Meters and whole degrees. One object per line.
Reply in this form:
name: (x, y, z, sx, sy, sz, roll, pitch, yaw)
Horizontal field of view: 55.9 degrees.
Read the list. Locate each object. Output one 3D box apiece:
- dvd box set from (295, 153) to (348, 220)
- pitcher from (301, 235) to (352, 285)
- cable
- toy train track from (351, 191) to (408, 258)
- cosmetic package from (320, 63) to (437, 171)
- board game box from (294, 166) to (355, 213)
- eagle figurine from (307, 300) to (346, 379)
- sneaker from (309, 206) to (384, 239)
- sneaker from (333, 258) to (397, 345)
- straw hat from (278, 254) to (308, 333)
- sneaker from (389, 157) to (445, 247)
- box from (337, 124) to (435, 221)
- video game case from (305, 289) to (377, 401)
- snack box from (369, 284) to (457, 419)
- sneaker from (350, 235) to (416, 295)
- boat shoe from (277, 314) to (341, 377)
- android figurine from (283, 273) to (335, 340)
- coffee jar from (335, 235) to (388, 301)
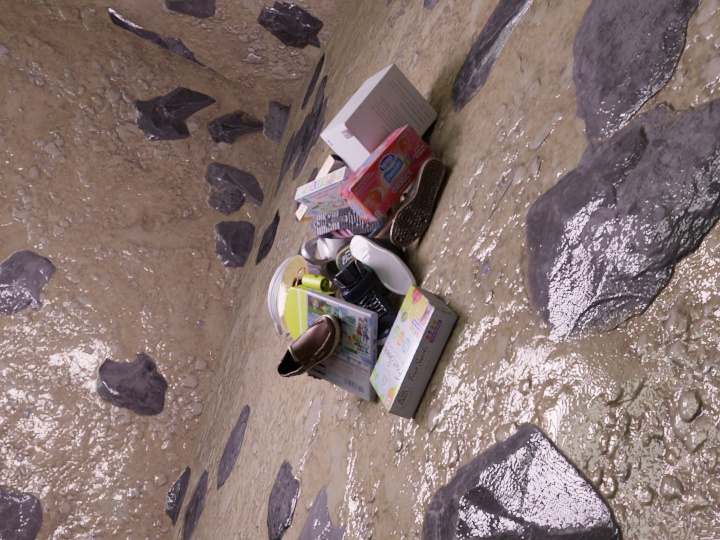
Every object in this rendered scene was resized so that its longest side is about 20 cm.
dvd box set: (-0.068, -0.211, 1.763, 0.030, 0.145, 0.201, 54, 128, 27)
pitcher: (-0.074, -0.065, 1.752, 0.121, 0.170, 0.202, -44, 29, 33)
cable: (-0.168, 0.066, 1.859, 0.068, 0.202, 0.200, 18, 53, 40)
toy train track: (0.043, -0.110, 1.532, 0.200, 0.032, 0.115, -46, -17, -15)
cosmetic package: (0.042, -0.347, 1.624, 0.201, 0.165, 0.164, -51, 18, -14)
board game box: (-0.049, -0.179, 1.637, 0.198, 0.133, 0.035, -13, 56, 49)
eagle figurine: (-0.080, 0.143, 1.608, 0.152, 0.149, 0.201, -53, -11, -36)
sneaker: (-0.021, -0.112, 1.637, 0.196, 0.082, 0.072, 0, 80, 29)
sneaker: (0.012, 0.061, 1.383, 0.076, 0.147, 0.203, -37, 22, 0)
straw hat: (-0.133, 0.062, 1.705, 0.200, 0.084, 0.206, -22, 65, 60)
sneaker: (0.125, -0.142, 1.448, 0.203, 0.070, 0.076, -62, 2, 7)
box: (0.055, -0.212, 1.493, 0.200, 0.095, 0.102, -48, 16, -10)
video game case: (-0.042, 0.151, 1.396, 0.198, 0.022, 0.186, 17, 113, 43)
snack box: (0.091, 0.142, 1.222, 0.203, 0.052, 0.142, -67, 17, 9)
sneaker: (0.073, -0.017, 1.437, 0.199, 0.098, 0.072, 40, 120, 39)
boat shoe: (-0.111, 0.165, 1.401, 0.075, 0.074, 0.203, 55, 134, 20)
android figurine: (-0.101, 0.101, 1.486, 0.198, 0.041, 0.186, 9, 107, 46)
coffee jar: (0.000, 0.000, 1.575, 0.103, 0.086, 0.201, -32, 27, 9)
